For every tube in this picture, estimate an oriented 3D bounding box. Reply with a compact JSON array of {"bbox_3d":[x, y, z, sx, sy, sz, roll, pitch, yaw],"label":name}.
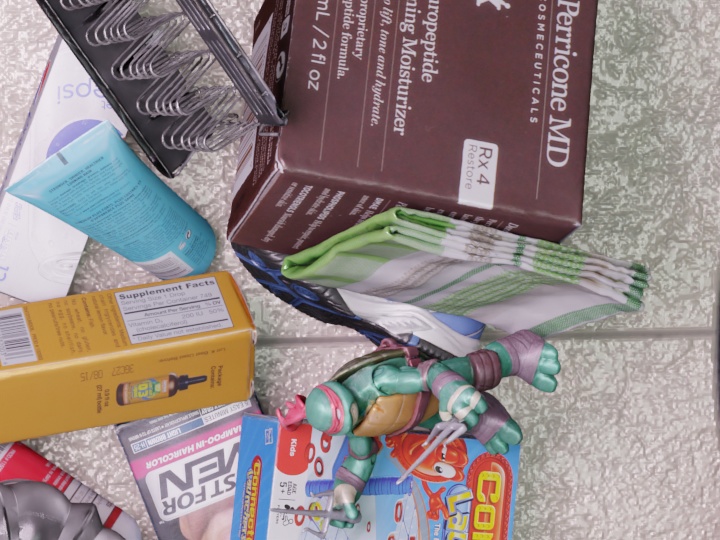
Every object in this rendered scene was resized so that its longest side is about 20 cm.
[{"bbox_3d":[-0.152,-0.041,1.485,0.077,0.200,0.051,-38,66,5],"label":"tube"}]

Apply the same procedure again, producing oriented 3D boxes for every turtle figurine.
[{"bbox_3d":[0.031,0.093,1.487,0.199,0.150,0.101,-11,71,-40],"label":"turtle figurine"}]

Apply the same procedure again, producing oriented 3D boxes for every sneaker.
[{"bbox_3d":[0.000,0.000,1.586,0.199,0.076,0.078,28,76,-15],"label":"sneaker"}]

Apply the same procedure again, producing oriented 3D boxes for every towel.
[{"bbox_3d":[0.068,0.008,1.485,0.199,0.149,0.031,12,70,-28],"label":"towel"}]

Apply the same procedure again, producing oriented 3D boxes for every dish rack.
[{"bbox_3d":[-0.120,-0.132,1.405,0.054,0.200,0.154,-40,105,-14],"label":"dish rack"}]

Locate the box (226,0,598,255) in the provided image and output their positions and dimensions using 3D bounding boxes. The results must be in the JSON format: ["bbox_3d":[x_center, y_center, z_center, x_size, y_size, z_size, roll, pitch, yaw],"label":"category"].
[{"bbox_3d":[0.031,-0.099,1.492,0.198,0.164,0.167,10,72,-12],"label":"box"}]

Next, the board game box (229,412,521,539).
[{"bbox_3d":[0.006,0.206,1.572,0.194,0.056,0.202,7,87,-30],"label":"board game box"}]

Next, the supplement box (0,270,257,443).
[{"bbox_3d":[-0.170,0.058,1.512,0.198,0.069,0.067,-7,134,-15],"label":"supplement box"}]

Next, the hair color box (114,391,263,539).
[{"bbox_3d":[-0.091,0.174,1.598,0.099,0.061,0.201,-22,103,-5],"label":"hair color box"}]

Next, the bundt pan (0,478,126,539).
[{"bbox_3d":[-0.215,0.218,1.419,0.200,0.076,0.204,7,70,-20],"label":"bundt pan"}]

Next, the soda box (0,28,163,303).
[{"bbox_3d":[-0.195,-0.079,1.534,0.063,0.068,0.201,20,95,-12],"label":"soda box"}]

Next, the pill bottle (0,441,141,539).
[{"bbox_3d":[-0.219,0.186,1.536,0.199,0.112,0.113,34,93,-2],"label":"pill bottle"}]
